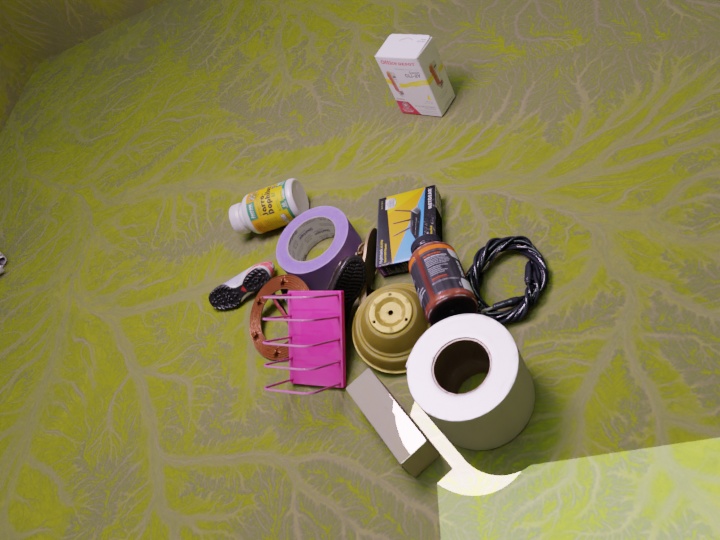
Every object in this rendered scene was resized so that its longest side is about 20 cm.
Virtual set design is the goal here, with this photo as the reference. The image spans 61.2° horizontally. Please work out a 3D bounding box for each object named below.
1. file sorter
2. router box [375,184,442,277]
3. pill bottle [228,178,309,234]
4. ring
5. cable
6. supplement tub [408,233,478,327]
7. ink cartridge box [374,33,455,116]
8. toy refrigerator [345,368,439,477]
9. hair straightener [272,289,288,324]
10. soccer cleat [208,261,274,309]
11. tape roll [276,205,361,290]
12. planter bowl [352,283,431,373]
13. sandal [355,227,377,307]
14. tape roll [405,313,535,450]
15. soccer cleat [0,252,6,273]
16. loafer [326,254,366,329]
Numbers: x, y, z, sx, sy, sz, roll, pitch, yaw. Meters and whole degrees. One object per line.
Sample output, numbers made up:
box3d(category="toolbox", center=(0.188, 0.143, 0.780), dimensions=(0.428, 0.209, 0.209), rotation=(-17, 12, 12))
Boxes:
box3d(category="file sorter", center=(-0.122, 0.145, 1.255), dimensions=(0.138, 0.125, 0.203), rotation=(-1, 91, 30))
box3d(category="router box", center=(0.113, -0.092, 1.409), dimensions=(0.148, 0.051, 0.202), rotation=(-13, 53, 22))
box3d(category="pill bottle", center=(-0.248, -0.165, 1.634), dimensions=(0.198, 0.113, 0.114), rotation=(-16, 50, 19))
box3d(category="ring", center=(-0.189, 0.106, 1.412), dimensions=(0.199, 0.019, 0.203), rotation=(-11, 70, 33))
box3d(category="cable", center=(0.295, 0.012, 1.228), dimensions=(0.162, 0.051, 0.201), rotation=(26, 72, 40))
box3d(category="supplement tub", center=(0.158, 0.015, 1.220), dimensions=(0.106, 0.107, 0.201), rotation=(-26, 45, 11))
box3d(category="ink cartridge box", center=(0.145, -0.513, 1.608), dimensions=(0.144, 0.200, 0.084), rotation=(19, 67, 39))
box3d(category="toy refrigerator", center=(0.055, 0.284, 1.144), dimensions=(0.070, 0.076, 0.200), rotation=(-41, 47, -4))
box3d(category="hair straightener", center=(-0.159, 0.082, 1.445), dimensions=(0.077, 0.041, 0.200), rotation=(-37, 46, 1))
box3d(category="soccer cleat", center=(-0.301, 0.038, 1.555), dimensions=(0.199, 0.069, 0.073), rotation=(-29, 13, 22))
box3d(category="tape roll", center=(-0.101, -0.053, 1.484), dimensions=(0.198, 0.085, 0.202), rotation=(-16, 49, 20))
box3d(category="planter bowl", center=(0.069, 0.100, 1.240), dimensions=(0.198, 0.084, 0.202), rotation=(-7, 61, 12))
box3d(category="sandal", center=(-0.002, -0.003, 1.395), dimensions=(0.069, 0.078, 0.214), rotation=(-8, 59, 23))
box3d(category="tape roll", center=(0.198, 0.198, 1.082), dimensions=(0.201, 0.139, 0.204), rotation=(-16, 50, 20))
box3d(category="soccer cleat", center=(-1.327, -0.045, 2.210), dimensions=(0.086, 0.070, 0.201), rotation=(-23, 48, -9))
box3d(category="loafer", center=(-0.050, 0.053, 1.338), dimensions=(0.071, 0.072, 0.202), rotation=(45, 117, 57))
